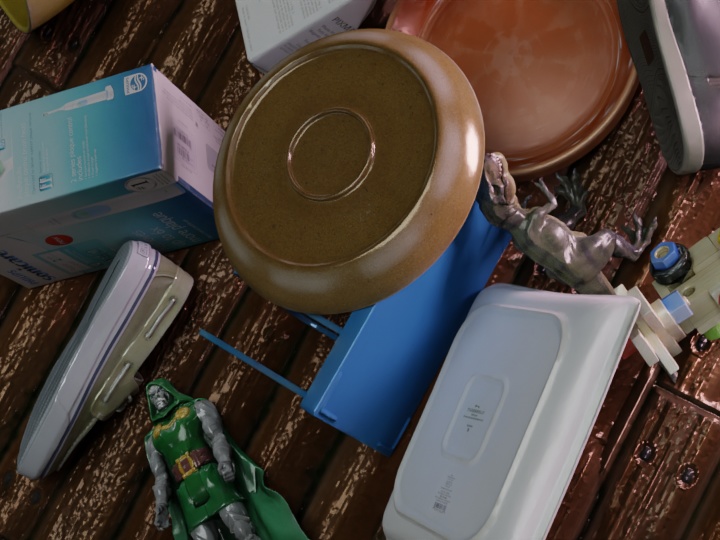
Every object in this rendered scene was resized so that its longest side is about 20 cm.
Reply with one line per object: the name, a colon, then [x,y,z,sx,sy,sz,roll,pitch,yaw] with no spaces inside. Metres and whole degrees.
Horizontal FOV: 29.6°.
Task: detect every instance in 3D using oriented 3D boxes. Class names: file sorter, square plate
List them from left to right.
file sorter: [0.000,0.000,0.946,0.122,0.139,0.202,28,85,28]
square plate: [0.083,0.099,0.872,0.028,0.200,0.200,27,83,-19]

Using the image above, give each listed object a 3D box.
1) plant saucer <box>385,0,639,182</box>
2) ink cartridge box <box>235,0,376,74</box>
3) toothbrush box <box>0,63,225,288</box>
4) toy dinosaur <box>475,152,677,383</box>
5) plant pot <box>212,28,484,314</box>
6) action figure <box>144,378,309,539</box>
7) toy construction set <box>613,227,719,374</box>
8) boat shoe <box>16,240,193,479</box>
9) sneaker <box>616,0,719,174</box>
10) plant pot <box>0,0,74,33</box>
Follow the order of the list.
plant saucer: [0.112,-0.160,1.011,0.197,0.032,0.203,-6,72,18]
ink cartridge box: [-0.017,-0.265,1.055,0.198,0.057,0.165,-24,66,25]
toothbrush box: [-0.209,-0.065,1.035,0.197,0.146,0.087,-12,70,15]
toy dinosaur: [0.153,-0.017,0.928,0.200,0.047,0.088,42,53,-10]
plant pot: [-0.016,-0.072,0.888,0.197,0.027,0.203,-9,68,23]
action figure: [-0.111,0.163,0.985,0.118,0.055,0.201,-35,62,10]
toy construction set: [0.246,0.006,0.856,0.198,0.093,0.132,-23,30,4]
boat shoe: [-0.194,0.076,1.032,0.062,0.072,0.202,28,98,-19]
sneaker: [0.241,-0.171,0.933,0.105,0.075,0.203,-11,83,-6]
plant pot: [-0.255,-0.317,1.121,0.141,0.201,0.201,-28,64,-18]
